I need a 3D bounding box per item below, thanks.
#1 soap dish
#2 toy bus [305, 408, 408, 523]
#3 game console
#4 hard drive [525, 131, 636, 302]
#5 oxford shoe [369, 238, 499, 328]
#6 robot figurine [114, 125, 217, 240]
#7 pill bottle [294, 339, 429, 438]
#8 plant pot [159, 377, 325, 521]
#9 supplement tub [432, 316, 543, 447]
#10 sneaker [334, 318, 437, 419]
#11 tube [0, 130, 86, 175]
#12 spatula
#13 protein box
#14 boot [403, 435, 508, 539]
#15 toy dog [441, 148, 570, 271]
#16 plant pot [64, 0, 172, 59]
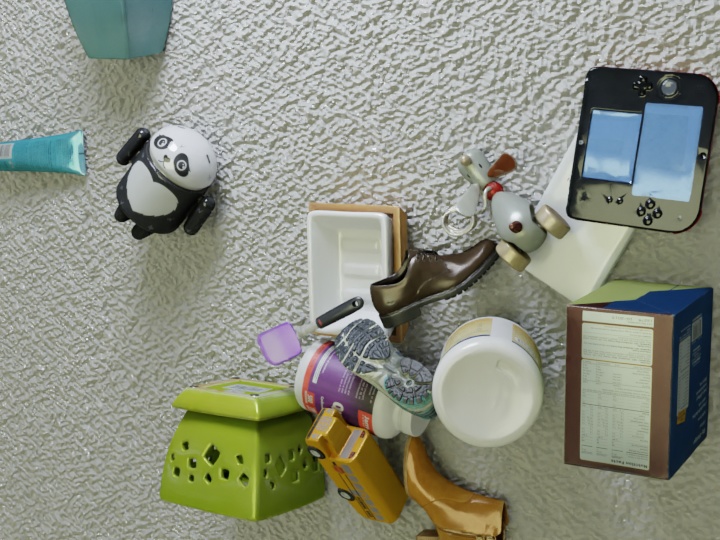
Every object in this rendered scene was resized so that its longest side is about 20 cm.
[{"bbox_3d":[0.000,0.000,1.662,0.156,0.081,0.203,4,100,30],"label":"soap dish"},{"bbox_3d":[-0.005,0.292,1.662,0.078,0.065,0.201,5,139,37],"label":"toy bus"},{"bbox_3d":[0.360,-0.155,1.427,0.175,0.031,0.202,10,93,24],"label":"game console"},{"bbox_3d":[0.302,-0.067,1.503,0.131,0.026,0.201,35,115,21],"label":"hard drive"},{"bbox_3d":[0.104,0.000,1.565,0.199,0.073,0.085,-28,103,-1],"label":"oxford shoe"},{"bbox_3d":[-0.317,-0.140,1.800,0.200,0.149,0.126,-47,35,28],"label":"robot figurine"},{"bbox_3d":[0.007,0.181,1.671,0.198,0.112,0.114,16,106,28],"label":"pill bottle"},{"bbox_3d":[-0.181,0.272,1.757,0.198,0.198,0.184,4,94,30],"label":"plant pot"},{"bbox_3d":[0.173,0.142,1.497,0.143,0.200,0.146,1,99,9],"label":"supplement tub"},{"bbox_3d":[0.038,0.147,1.575,0.078,0.087,0.200,-42,49,-9],"label":"sneaker"},{"bbox_3d":[-0.573,-0.207,1.992,0.198,0.050,0.078,1,103,26],"label":"tube"},{"bbox_3d":[-0.072,0.085,1.662,0.199,0.020,0.057,-28,83,32],"label":"spatula"},{"bbox_3d":[0.353,0.130,1.405,0.134,0.198,0.203,5,101,30],"label":"protein box"},{"bbox_3d":[0.145,0.336,1.650,0.143,0.071,0.204,-5,99,25],"label":"boot"},{"bbox_3d":[0.184,-0.089,1.501,0.199,0.096,0.133,30,93,34],"label":"toy dog"},{"bbox_3d":[-0.389,-0.445,1.788,0.140,0.141,0.202,8,110,29],"label":"plant pot"}]
